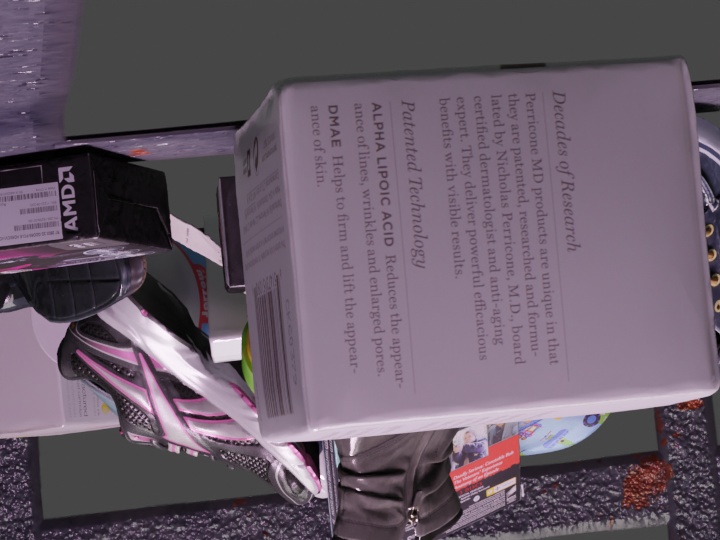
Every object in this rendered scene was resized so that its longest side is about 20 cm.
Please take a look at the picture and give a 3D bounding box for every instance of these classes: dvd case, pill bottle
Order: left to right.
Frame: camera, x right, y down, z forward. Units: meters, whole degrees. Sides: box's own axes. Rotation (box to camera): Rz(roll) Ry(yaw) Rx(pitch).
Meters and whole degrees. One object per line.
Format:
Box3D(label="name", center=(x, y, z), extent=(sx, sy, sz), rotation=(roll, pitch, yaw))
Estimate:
Box3D(label="pill bottle", center=(-0.135, 0.026, 1.708), extent=(0.108, 0.109, 0.200), rotation=(-9, 175, 31))
Box3D(label="dvd case", center=(0.041, 0.106, 1.643), extent=(0.146, 0.200, 0.022), rotation=(-24, -136, -20))

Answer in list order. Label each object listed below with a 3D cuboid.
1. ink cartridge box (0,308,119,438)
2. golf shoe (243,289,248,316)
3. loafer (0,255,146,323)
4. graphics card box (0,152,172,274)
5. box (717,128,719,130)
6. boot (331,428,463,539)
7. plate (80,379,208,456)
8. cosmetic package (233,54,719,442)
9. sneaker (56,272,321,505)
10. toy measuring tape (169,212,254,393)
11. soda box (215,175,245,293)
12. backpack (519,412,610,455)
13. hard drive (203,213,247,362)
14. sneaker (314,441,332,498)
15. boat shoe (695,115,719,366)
Box3D(label="ink cartridge box", center=(-0.224, 0.057, 1.853), extent=(0.125, 0.129, 0.200), rotation=(-8, 176, 27))
Box3D(label="golf shoe", center=(0.034, 0.002, 1.392), extent=(0.199, 0.078, 0.097), rotation=(-22, 132, 18))
Box3D(label="loafer", center=(-0.180, -0.009, 1.520), extent=(0.072, 0.073, 0.200), rotation=(-13, -170, -34))
Box3D(label="graphics card box", center=(-0.216, -0.024, 1.352), extent=(0.199, 0.051, 0.125), rotation=(-8, 175, 14))
Box3D(label="box", center=(0.179, -0.053, 1.548), extent=(0.199, 0.049, 0.117), rotation=(-11, 174, 25))
Box3D(label="boot", center=(0.046, 0.088, 1.482), extent=(0.068, 0.131, 0.200), rotation=(10, -159, 43))
Box3D(label="plate", center=(-0.112, 0.100, 1.736), extent=(0.200, 0.026, 0.200), rotation=(19, -169, -4))
Box3D(label="cosmetic package", center=(0.051, -0.007, 1.206), extent=(0.199, 0.166, 0.165), rotation=(-5, 176, -12))
Box3D(label="sneaker", center=(-0.112, 0.087, 1.598), extent=(0.086, 0.200, 0.080), rotation=(-44, -170, 15))
Box3D(label="toy measuring tape", center=(-0.071, 0.032, 1.509), extent=(0.200, 0.074, 0.074), rotation=(31, -177, 12))
Box3D(label="soda box", center=(0.016, -0.029, 1.463), extent=(0.199, 0.071, 0.063), rotation=(-6, 177, -4))
Box3D(label="backpack", center=(0.082, 0.045, 1.754), extent=(0.199, 0.183, 0.134), rotation=(-4, 165, 23))
Box3D(label="hard drive", center=(0.000, 0.000, 1.598), extent=(0.199, 0.026, 0.132), rotation=(-7, -142, 0))
Box3D(label="sneaker", center=(0.019, 0.053, 1.654), extent=(0.129, 0.200, 0.079), rotation=(-5, 153, 35))
Box3D(label="boat shoe", center=(0.186, -0.015, 1.418), extent=(0.071, 0.091, 0.200), rotation=(-7, 154, 18))
